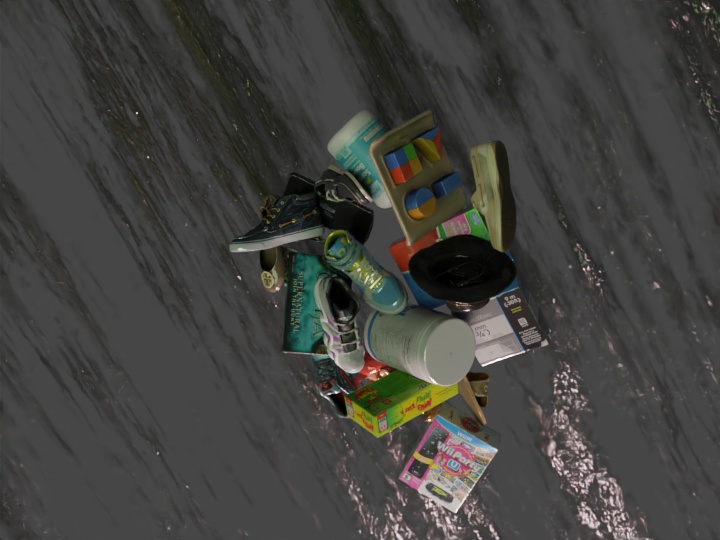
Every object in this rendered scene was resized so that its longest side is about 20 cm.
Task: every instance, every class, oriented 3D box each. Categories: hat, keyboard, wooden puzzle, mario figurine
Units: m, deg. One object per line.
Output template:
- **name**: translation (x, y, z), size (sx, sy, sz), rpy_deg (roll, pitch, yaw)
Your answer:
- **hat**: translation (0.186, 0.022, 1.393), size (0.199, 0.201, 0.082), rpy_deg (4, 128, 18)
- **keyboard**: translation (-0.073, -0.107, 1.567), size (0.199, 0.021, 0.128), rpy_deg (27, 114, 9)
- **wooden puzzle**: translation (0.115, -0.170, 1.381), size (0.046, 0.185, 0.202), rpy_deg (-5, 112, 46)
- **mario figurine**: translation (0.064, 0.250, 1.602), size (0.199, 0.106, 0.123), rpy_deg (36, 146, -8)

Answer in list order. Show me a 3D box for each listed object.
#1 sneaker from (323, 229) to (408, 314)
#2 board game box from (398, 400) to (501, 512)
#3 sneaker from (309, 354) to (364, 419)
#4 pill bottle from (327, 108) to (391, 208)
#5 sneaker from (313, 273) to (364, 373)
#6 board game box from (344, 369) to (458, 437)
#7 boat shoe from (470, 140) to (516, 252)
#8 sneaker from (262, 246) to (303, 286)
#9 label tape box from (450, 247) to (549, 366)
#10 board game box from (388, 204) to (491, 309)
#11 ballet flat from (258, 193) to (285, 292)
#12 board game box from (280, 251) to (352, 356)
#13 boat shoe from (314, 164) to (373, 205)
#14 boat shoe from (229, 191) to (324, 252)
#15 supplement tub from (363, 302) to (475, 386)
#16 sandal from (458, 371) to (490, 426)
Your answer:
- **sneaker**: translation (0.000, 0.000, 1.457), size (0.080, 0.130, 0.200), rpy_deg (-48, 59, 3)
- **board game box**: translation (0.190, 0.399, 1.648), size (0.147, 0.064, 0.201), rpy_deg (29, 117, 6)
- **sneaker**: translation (-0.056, 0.227, 1.649), size (0.079, 0.096, 0.201), rpy_deg (-27, 100, 26)
- **pill bottle**: translation (0.039, -0.195, 1.439), size (0.200, 0.111, 0.111), rpy_deg (47, 118, -2)
- **sneaker**: translation (-0.032, 0.102, 1.474), size (0.077, 0.140, 0.202), rpy_deg (-22, 89, -16)
- **board game box**: translation (0.080, 0.239, 1.479), size (0.101, 0.199, 0.048), rpy_deg (23, 128, 52)
- **boat shoe**: translation (0.239, -0.133, 1.404), size (0.064, 0.072, 0.202), rpy_deg (-7, 91, 35)
- **sneaker**: translation (-0.127, 0.026, 1.599), size (0.199, 0.089, 0.077), rpy_deg (37, 119, 3)
- **label tape box**: translation (0.250, 0.068, 1.452), size (0.143, 0.063, 0.201), rpy_deg (-23, 110, 25)
- **board game box**: translation (0.176, -0.023, 1.497), size (0.199, 0.040, 0.154), rpy_deg (-25, 101, 27)
- **ballet flat**: translation (-0.187, -0.056, 1.570), size (0.067, 0.046, 0.202), rpy_deg (6, 96, 34)
- **board game box**: translation (-0.086, 0.069, 1.552), size (0.134, 0.028, 0.202), rpy_deg (6, 82, -14)
- **boat shoe**: translation (-0.035, -0.147, 1.442), size (0.063, 0.200, 0.073), rpy_deg (-43, 116, -4)
- **boat shoe**: translation (-0.170, -0.096, 1.514), size (0.071, 0.199, 0.092), rpy_deg (9, 112, 65)
- **supplement tub**: translation (0.110, 0.134, 1.471), size (0.199, 0.131, 0.133), rpy_deg (13, 121, 54)
- **sandal**: translation (0.231, 0.226, 1.558), size (0.069, 0.078, 0.213), rpy_deg (-37, 119, -9)
